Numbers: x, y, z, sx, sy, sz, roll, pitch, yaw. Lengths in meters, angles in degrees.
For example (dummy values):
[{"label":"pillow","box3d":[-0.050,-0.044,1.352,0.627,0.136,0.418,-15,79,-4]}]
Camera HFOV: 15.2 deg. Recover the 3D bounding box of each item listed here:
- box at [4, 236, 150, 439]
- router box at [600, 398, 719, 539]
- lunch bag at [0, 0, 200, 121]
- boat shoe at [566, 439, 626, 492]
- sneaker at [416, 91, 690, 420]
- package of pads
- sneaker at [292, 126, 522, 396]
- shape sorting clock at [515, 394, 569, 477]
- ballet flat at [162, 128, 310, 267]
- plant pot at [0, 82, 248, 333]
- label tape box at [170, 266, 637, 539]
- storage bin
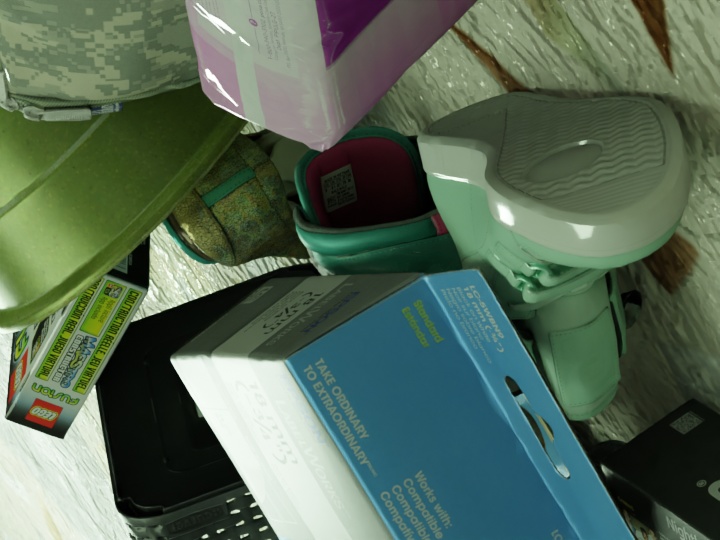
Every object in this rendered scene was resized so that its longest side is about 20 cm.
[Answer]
[{"label":"box","box3d":[-0.148,-0.017,1.439,0.110,0.035,0.200,-58,21,32]},{"label":"router box","box3d":[0.186,0.159,1.043,0.200,0.052,0.158,36,152,51]},{"label":"lunch bag","box3d":[-0.089,-0.159,1.049,0.140,0.167,0.200,51,163,19]},{"label":"boat shoe","box3d":[0.117,0.141,1.186,0.071,0.068,0.200,20,154,28]},{"label":"sneaker","box3d":[0.087,0.001,0.998,0.200,0.073,0.119,-147,34,-74]},{"label":"package of pads","box3d":[-0.010,-0.145,0.921,0.075,0.121,0.200,29,153,24]},{"label":"sneaker","box3d":[0.000,0.000,1.187,0.200,0.084,0.121,-10,111,51]},{"label":"shape sorting clock","box3d":[0.059,0.091,1.303,0.200,0.039,0.200,50,162,23]},{"label":"ballet flat","box3d":[-0.038,-0.041,1.272,0.071,0.071,0.200,56,-167,2]},{"label":"plant pot","box3d":[-0.163,-0.108,1.209,0.190,0.200,0.200,43,167,-16]},{"label":"label tape box","box3d":[0.014,0.076,1.081,0.145,0.063,0.200,59,159,-11]},{"label":"storage bin","box3d":[-0.053,0.092,1.359,0.200,0.135,0.094,-111,2,-64]}]
